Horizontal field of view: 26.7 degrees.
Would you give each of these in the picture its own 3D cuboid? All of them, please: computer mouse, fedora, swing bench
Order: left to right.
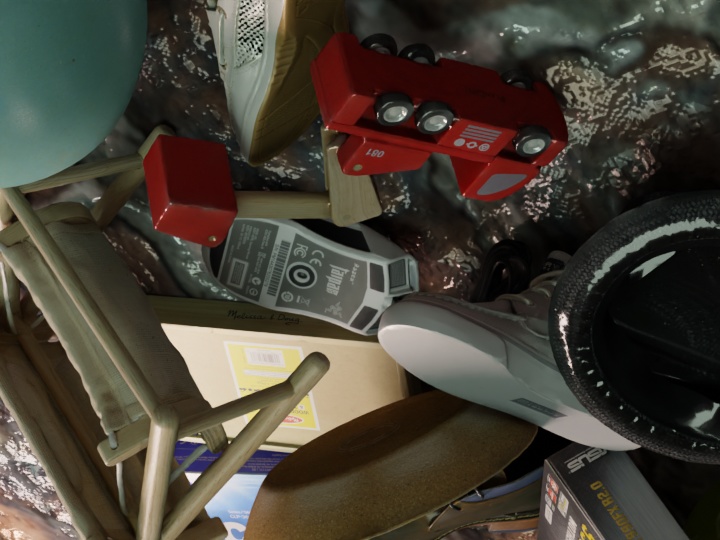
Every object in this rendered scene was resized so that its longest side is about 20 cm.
[{"bbox_3d":[-0.150,0.057,0.921,0.199,0.130,0.200,53,135,22],"label":"swing bench"},{"bbox_3d":[0.000,0.000,0.951,0.200,0.044,0.110,19,126,0],"label":"computer mouse"},{"bbox_3d":[0.202,0.016,0.853,0.200,0.092,0.201,2,126,3],"label":"fedora"}]

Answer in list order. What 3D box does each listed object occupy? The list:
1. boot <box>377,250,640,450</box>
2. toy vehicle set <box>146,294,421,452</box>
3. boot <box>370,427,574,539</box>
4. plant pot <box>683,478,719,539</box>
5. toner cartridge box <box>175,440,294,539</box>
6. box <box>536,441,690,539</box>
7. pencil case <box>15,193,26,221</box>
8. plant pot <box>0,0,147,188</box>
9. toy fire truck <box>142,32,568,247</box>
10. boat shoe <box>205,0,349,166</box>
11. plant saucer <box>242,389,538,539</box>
[{"bbox_3d":[0.098,0.031,0.892,0.200,0.096,0.073,27,155,-33],"label":"boot"},{"bbox_3d":[-0.057,0.077,1.058,0.200,0.027,0.124,5,134,14],"label":"toy vehicle set"},{"bbox_3d":[0.051,0.137,1.006,0.200,0.075,0.097,-8,145,-20],"label":"boot"},{"bbox_3d":[0.308,0.218,0.973,0.200,0.200,0.193,-26,108,36],"label":"plant pot"},{"bbox_3d":[-0.081,0.168,1.144,0.200,0.043,0.095,-2,131,20],"label":"toner cartridge box"},{"bbox_3d":[0.179,0.213,0.994,0.048,0.159,0.200,-28,152,-11],"label":"box"},{"bbox_3d":[-0.260,-0.017,0.989,0.083,0.087,0.200,39,139,10],"label":"pencil case"},{"bbox_3d":[-0.202,-0.140,0.784,0.200,0.201,0.161,3,144,16],"label":"plant pot"},{"bbox_3d":[-0.002,-0.062,0.828,0.200,0.049,0.141,9,141,-32],"label":"toy fire truck"},{"bbox_3d":[-0.050,-0.138,0.825,0.069,0.071,0.200,40,147,16],"label":"boat shoe"},{"bbox_3d":[0.011,0.118,0.942,0.200,0.200,0.036,-19,98,33],"label":"plant saucer"}]
